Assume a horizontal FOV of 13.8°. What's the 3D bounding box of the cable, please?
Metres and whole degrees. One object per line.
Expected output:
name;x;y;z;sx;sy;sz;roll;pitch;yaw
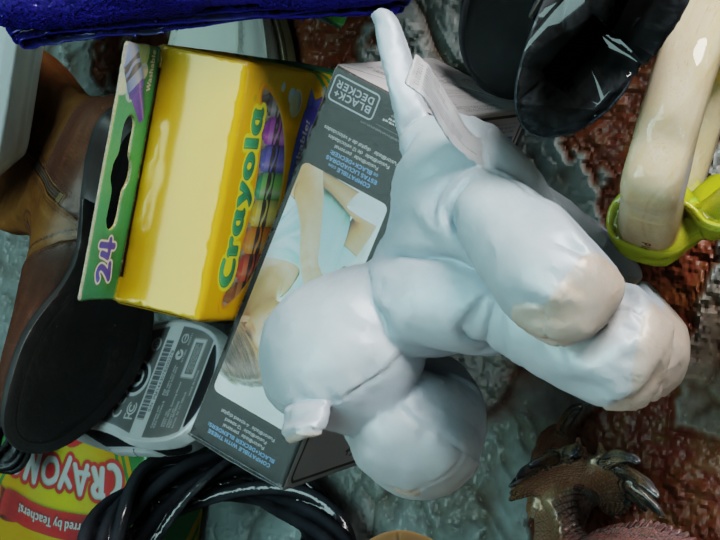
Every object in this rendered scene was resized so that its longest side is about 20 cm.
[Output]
cable;-0.077;0.166;1.486;0.163;0.051;0.200;16;54;33

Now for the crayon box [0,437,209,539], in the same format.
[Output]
crayon box;-0.147;0.151;1.625;0.127;0.051;0.201;8;92;43

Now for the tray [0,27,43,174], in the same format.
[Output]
tray;-0.184;-0.135;1.591;0.107;0.022;0.201;153;126;-68

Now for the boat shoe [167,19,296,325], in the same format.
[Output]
boat shoe;-0.082;-0.073;1.569;0.075;0.068;0.201;-10;78;45

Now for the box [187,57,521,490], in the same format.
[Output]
box;0.000;0.000;1.449;0.060;0.117;0.201;29;106;21

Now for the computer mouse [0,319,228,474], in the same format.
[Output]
computer mouse;-0.122;0.064;1.547;0.200;0.044;0.110;7;70;49

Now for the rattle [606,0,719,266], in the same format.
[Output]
rattle;0.192;-0.090;1.319;0.142;0.130;0.200;10;62;26

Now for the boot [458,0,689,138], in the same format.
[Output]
boot;0.091;-0.109;1.329;0.200;0.065;0.165;-88;19;-60

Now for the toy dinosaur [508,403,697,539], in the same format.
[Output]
toy dinosaur;0.127;0.141;1.348;0.200;0.086;0.136;17;92;37

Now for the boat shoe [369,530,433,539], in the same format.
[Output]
boat shoe;0.077;0.185;1.297;0.200;0.063;0.073;37;77;28

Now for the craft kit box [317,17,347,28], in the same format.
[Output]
craft kit box;-0.049;-0.245;1.546;0.200;0.048;0.198;22;87;42

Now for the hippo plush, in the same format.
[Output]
hippo plush;0.034;0.027;1.311;0.161;0.200;0.159;-43;24;8

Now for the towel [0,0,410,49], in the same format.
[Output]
towel;-0.074;-0.159;1.411;0.148;0.199;0.050;-92;-1;-54

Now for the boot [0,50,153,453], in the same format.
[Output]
boot;-0.173;-0.015;1.567;0.200;0.068;0.189;26;104;60

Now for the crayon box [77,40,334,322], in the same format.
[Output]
crayon box;-0.059;-0.041;1.453;0.051;0.200;0.126;13;96;23
